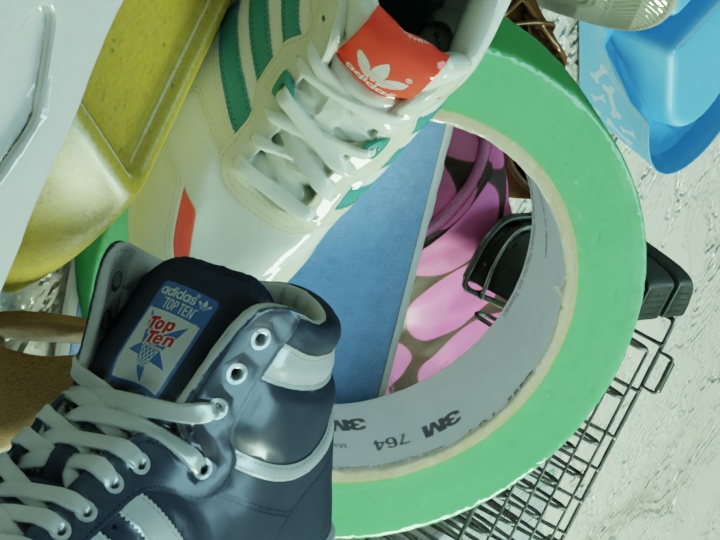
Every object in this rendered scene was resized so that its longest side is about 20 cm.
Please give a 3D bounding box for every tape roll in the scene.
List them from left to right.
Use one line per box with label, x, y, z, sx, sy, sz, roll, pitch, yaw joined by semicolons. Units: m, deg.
tape roll;0.000;0.000;0.827;0.199;0.048;0.202;-6;119;-11

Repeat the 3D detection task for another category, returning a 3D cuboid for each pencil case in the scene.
pencil case;0.020;0.008;0.970;0.200;0.090;0.094;72;36;-57

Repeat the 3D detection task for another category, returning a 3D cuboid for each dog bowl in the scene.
dog bowl;0.147;-0.137;1.097;0.111;0.049;0.201;-45;148;-29

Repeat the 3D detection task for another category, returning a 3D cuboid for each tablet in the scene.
tablet;-0.043;0.004;0.857;0.129;0.014;0.201;5;118;-17

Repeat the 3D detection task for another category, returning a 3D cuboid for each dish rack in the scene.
dish rack;0.064;0.076;0.972;0.153;0.054;0.201;-2;119;-62

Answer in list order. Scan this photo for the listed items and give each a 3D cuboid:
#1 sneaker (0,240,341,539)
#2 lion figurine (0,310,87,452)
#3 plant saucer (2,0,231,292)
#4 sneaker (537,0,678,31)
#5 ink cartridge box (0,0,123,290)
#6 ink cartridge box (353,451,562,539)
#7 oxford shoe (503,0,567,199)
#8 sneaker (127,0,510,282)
sneaker;-0.075;0.058;0.609;0.199;0.070;0.109;-19;123;-51
lion figurine;-0.128;0.082;0.706;0.073;0.122;0.201;115;-3;-70
plant saucer;-0.079;-0.118;0.669;0.201;0.048;0.200;-67;154;-22
sneaker;0.109;-0.158;0.935;0.200;0.074;0.085;140;-33;-75
ink cartridge box;-0.152;-0.074;0.468;0.084;0.199;0.145;5;110;-61
ink cartridge box;0.021;0.193;1.193;0.199;0.040;0.201;-32;141;-45
oxford shoe;0.049;-0.107;0.926;0.071;0.071;0.201;-47;141;-22
sneaker;-0.010;-0.062;0.709;0.200;0.070;0.093;-54;-166;13
